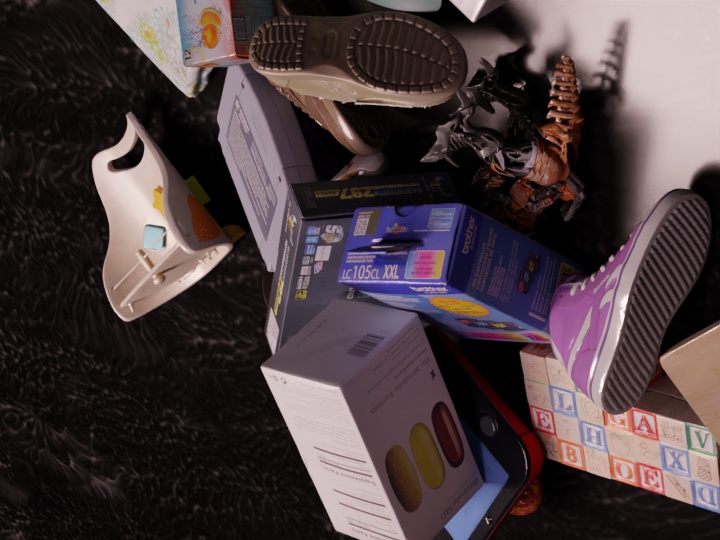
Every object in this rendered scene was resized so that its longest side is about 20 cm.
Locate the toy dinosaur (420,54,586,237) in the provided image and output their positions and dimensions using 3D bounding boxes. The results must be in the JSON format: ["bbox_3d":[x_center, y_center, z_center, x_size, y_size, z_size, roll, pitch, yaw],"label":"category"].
[{"bbox_3d":[0.139,-0.109,1.396,0.135,0.102,0.201,31,120,6],"label":"toy dinosaur"}]

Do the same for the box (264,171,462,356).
[{"bbox_3d":[0.000,0.000,1.552,0.201,0.156,0.051,104,153,-44],"label":"box"}]

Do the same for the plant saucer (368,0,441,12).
[{"bbox_3d":[-0.014,-0.280,1.371,0.201,0.039,0.201,47,174,7],"label":"plant saucer"}]

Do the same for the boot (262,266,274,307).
[{"bbox_3d":[-0.031,0.102,1.742,0.187,0.064,0.201,62,176,44],"label":"boot"}]

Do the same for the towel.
[{"bbox_3d":[-0.194,-0.287,1.628,0.171,0.048,0.200,50,146,11],"label":"towel"}]

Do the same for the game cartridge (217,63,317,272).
[{"bbox_3d":[-0.090,-0.107,1.600,0.134,0.041,0.201,116,140,-49],"label":"game cartridge"}]

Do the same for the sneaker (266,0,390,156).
[{"bbox_3d":[-0.044,-0.183,1.531,0.075,0.070,0.201,-39,77,45],"label":"sneaker"}]

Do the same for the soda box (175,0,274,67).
[{"bbox_3d":[-0.128,-0.286,1.488,0.068,0.063,0.202,-5,91,37],"label":"soda box"}]

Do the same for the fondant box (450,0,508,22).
[{"bbox_3d":[0.064,-0.320,1.321,0.200,0.058,0.145,47,143,13],"label":"fondant box"}]

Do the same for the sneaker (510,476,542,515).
[{"bbox_3d":[0.106,0.188,1.665,0.199,0.073,0.077,31,156,36],"label":"sneaker"}]

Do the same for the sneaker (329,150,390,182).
[{"bbox_3d":[-0.004,-0.050,1.591,0.077,0.078,0.200,43,150,9],"label":"sneaker"}]

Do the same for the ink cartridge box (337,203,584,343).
[{"bbox_3d":[0.077,-0.002,1.439,0.199,0.077,0.136,27,162,-40],"label":"ink cartridge box"}]

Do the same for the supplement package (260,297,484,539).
[{"bbox_3d":[0.014,0.143,1.511,0.109,0.114,0.201,11,133,46],"label":"supplement package"}]

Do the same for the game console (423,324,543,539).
[{"bbox_3d":[0.082,0.176,1.594,0.177,0.031,0.201,48,135,21],"label":"game console"}]

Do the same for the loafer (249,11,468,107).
[{"bbox_3d":[0.003,-0.181,1.429,0.199,0.076,0.068,11,171,22],"label":"loafer"}]

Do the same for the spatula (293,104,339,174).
[{"bbox_3d":[-0.067,-0.184,1.592,0.056,0.020,0.201,13,124,67],"label":"spatula"}]

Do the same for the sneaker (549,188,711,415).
[{"bbox_3d":[0.212,0.006,1.381,0.114,0.072,0.202,49,123,49],"label":"sneaker"}]

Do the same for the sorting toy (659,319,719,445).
[{"bbox_3d":[0.370,0.099,1.295,0.199,0.069,0.200,54,142,2],"label":"sorting toy"}]

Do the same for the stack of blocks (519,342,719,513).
[{"bbox_3d":[0.243,0.126,1.461,0.199,0.058,0.116,14,127,41],"label":"stack of blocks"}]

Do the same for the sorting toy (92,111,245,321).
[{"bbox_3d":[-0.227,-0.073,1.799,0.181,0.106,0.200,59,144,6],"label":"sorting toy"}]
